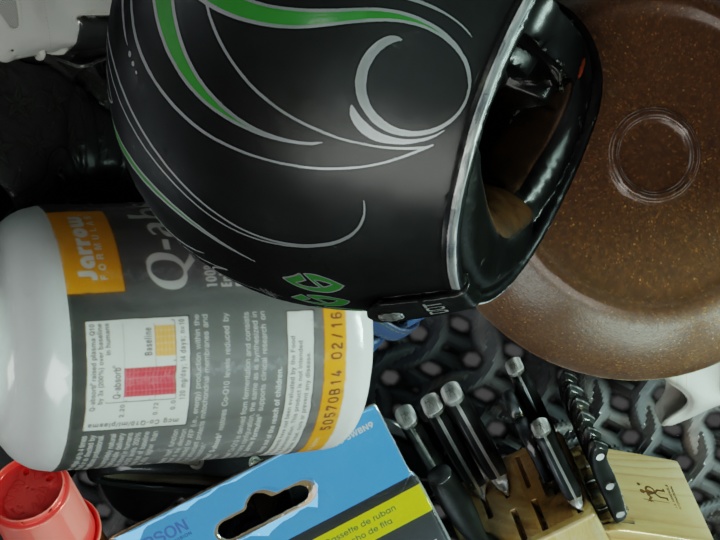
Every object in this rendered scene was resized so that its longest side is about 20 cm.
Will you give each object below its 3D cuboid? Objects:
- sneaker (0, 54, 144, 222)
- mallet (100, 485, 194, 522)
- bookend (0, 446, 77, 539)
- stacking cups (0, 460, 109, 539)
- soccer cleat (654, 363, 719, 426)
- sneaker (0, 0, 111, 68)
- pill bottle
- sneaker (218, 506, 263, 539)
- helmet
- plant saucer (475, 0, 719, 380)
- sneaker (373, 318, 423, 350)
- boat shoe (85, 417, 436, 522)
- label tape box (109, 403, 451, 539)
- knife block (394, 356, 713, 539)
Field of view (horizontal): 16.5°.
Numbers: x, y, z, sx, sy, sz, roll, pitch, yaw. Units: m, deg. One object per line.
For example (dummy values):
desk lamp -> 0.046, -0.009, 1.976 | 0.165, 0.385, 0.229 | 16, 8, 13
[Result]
sneaker -> -0.149, -0.049, 1.145 | 0.060, 0.104, 0.200 | -5, 137, 45
mallet -> -0.055, 0.150, 1.319 | 0.066, 0.041, 0.200 | -33, 117, 20
bookend -> -0.221, 0.126, 1.223 | 0.092, 0.200, 0.199 | 35, 120, -16
stacking cups -> -0.131, 0.164, 1.196 | 0.060, 0.061, 0.200 | -9, 142, 11
soccer cleat -> 0.124, -0.005, 1.180 | 0.077, 0.069, 0.200 | -38, 116, 6
sneaker -> -0.133, -0.125, 1.094 | 0.200, 0.074, 0.089 | 21, 115, -44
pill bottle -> -0.103, 0.028, 1.094 | 0.199, 0.117, 0.117 | -3, 125, -21
sneaker -> -0.001, 0.191, 1.300 | 0.199, 0.075, 0.087 | 23, 119, -14
helmet -> -0.011, -0.087, 1.017 | 0.190, 0.200, 0.201 | 20, 125, 20
plant saucer -> 0.127, -0.051, 1.109 | 0.199, 0.037, 0.202 | 0, 90, -8
sneaker -> 0.000, 0.000, 1.191 | 0.074, 0.082, 0.200 | 28, 124, -13
boat shoe -> -0.045, 0.097, 1.239 | 0.199, 0.061, 0.076 | 13, 158, -18
label tape box -> -0.016, 0.169, 1.209 | 0.144, 0.063, 0.201 | -27, 108, 0
knife block -> 0.077, 0.139, 1.251 | 0.175, 0.064, 0.201 | 10, 125, -23
